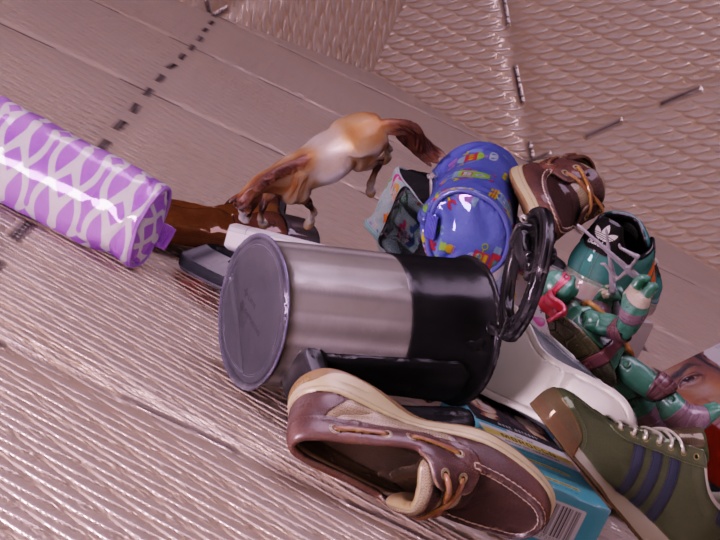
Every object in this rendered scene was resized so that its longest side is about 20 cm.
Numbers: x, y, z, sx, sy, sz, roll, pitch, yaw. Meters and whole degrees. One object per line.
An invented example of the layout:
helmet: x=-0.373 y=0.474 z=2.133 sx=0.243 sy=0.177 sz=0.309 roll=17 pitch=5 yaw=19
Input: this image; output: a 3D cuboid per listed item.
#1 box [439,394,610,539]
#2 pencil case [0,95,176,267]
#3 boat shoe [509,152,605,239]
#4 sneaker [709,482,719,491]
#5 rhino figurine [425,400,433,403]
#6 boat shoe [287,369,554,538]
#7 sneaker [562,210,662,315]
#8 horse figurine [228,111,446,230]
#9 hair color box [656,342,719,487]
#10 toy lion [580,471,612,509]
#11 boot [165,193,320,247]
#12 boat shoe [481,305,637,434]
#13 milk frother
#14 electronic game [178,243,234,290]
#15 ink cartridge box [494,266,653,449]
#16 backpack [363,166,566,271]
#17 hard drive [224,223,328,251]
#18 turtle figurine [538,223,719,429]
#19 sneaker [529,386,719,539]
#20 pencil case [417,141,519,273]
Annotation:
box: x=0.116 y=0.151 z=1.611 sx=0.082 sy=0.049 sz=0.200 roll=23 pitch=10 yaw=-18
pencil case: x=-0.254 y=-0.076 z=1.796 sx=0.199 sy=0.084 sz=0.086 roll=29 pitch=-13 yaw=11
boat shoe: x=0.177 y=-0.069 z=1.856 sx=0.200 sy=0.072 sz=0.073 roll=-40 pitch=109 yaw=-77
sneaker: x=0.327 y=0.169 z=1.914 sx=0.199 sy=0.096 sz=0.079 roll=29 pitch=6 yaw=17
rhino figurine: x=0.006 y=0.054 z=1.728 sx=0.199 sy=0.088 sz=0.060 roll=23 pitch=11 yaw=-18
boat shoe: x=0.039 y=0.139 z=1.433 sx=0.199 sy=0.072 sz=0.072 roll=29 pitch=34 yaw=-14
sneaker: x=0.238 y=-0.010 z=1.905 sx=0.071 sy=0.080 sz=0.200 roll=29 pitch=10 yaw=18
horse figurine: x=-0.024 y=-0.089 z=1.867 sx=0.050 sy=0.199 sz=0.133 roll=61 pitch=-8 yaw=22
hair color box: x=0.344 y=0.140 z=1.814 sx=0.110 sy=0.064 sz=0.200 roll=-23 pitch=34 yaw=-31
toy lion: x=0.299 y=0.210 z=1.761 sx=0.200 sy=0.069 sz=0.191 roll=33 pitch=5 yaw=37
boot: x=-0.160 y=-0.044 z=1.987 sx=0.199 sy=0.069 sz=0.188 roll=8 pitch=18 yaw=-25
boat shoe: x=0.135 y=0.083 z=1.694 sx=0.200 sy=0.073 sz=0.062 roll=35 pitch=-3 yaw=21
milk frother: x=0.025 y=0.018 z=1.568 sx=0.187 sy=0.201 sz=0.181 roll=5 pitch=29 yaw=-29
electronic game: x=-0.063 y=0.024 z=1.848 sx=0.199 sy=0.042 sz=0.200 roll=21 pitch=4 yaw=-1
ink cartridge box: x=0.135 y=0.057 z=1.923 sx=0.199 sy=0.129 sz=0.125 roll=29 pitch=11 yaw=25
backpack: x=0.092 y=-0.015 z=2.126 sx=0.177 sy=0.151 sz=0.200 roll=23 pitch=17 yaw=-27
hard drive: x=0.000 y=0.000 z=1.826 sx=0.199 sy=0.027 sz=0.132 roll=15 pitch=-1 yaw=32
turtle figurine: x=0.206 y=0.051 z=1.749 sx=0.200 sy=0.100 sz=0.150 roll=53 pitch=0 yaw=-10
sneaker: x=0.214 y=0.140 z=1.596 sx=0.200 sy=0.090 sz=0.067 roll=49 pitch=2 yaw=-24
pencil case: x=0.094 y=-0.055 z=1.842 sx=0.086 sy=0.079 sz=0.200 roll=9 pitch=17 yaw=3
